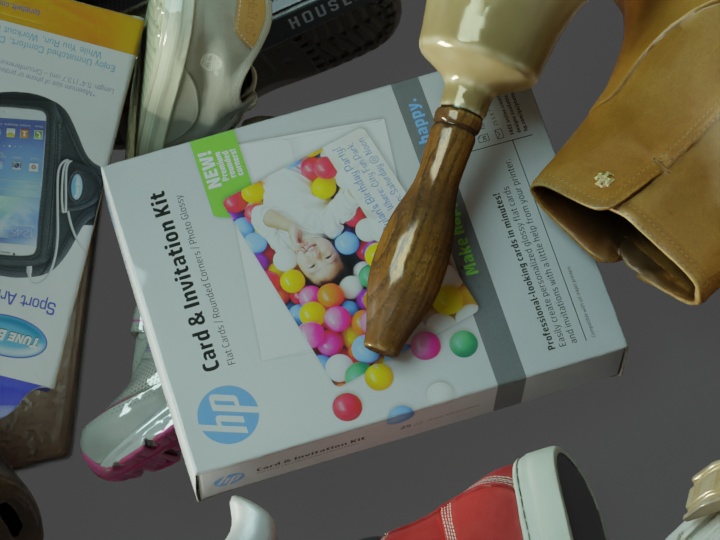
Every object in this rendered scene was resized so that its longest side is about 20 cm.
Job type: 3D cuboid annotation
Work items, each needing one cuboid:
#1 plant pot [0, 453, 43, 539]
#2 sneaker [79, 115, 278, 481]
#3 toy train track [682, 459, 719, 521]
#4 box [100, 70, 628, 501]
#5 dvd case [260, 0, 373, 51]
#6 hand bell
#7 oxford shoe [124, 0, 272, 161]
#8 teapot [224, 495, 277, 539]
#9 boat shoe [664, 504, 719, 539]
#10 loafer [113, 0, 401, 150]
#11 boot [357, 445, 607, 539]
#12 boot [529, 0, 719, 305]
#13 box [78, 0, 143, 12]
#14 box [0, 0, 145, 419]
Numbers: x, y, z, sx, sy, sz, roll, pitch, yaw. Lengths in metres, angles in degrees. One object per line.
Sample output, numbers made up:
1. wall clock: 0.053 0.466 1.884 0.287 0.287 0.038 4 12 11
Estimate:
1. plant pot: -0.265 0.096 1.413 0.200 0.200 0.198 -47 59 -1
2. sneaker: -0.070 0.010 1.392 0.088 0.081 0.200 38 77 10
3. toy train track: 0.177 0.037 1.207 0.115 0.033 0.200 -23 34 40
4. box: 0.000 0.000 1.328 0.199 0.041 0.156 -16 68 -6
5. dvd case: -0.023 -0.206 1.471 0.150 0.025 0.200 -24 51 3
6. hand bell: 0.042 -0.058 1.298 0.104 0.104 0.201 11 79 34
7. oxford shoe: -0.080 -0.080 1.403 0.058 0.200 0.075 3 64 -12
8. teapot: -0.052 0.233 1.226 0.146 0.201 0.197 -16 31 -11
9. boat shoe: 0.202 0.065 1.229 0.200 0.071 0.070 -49 53 6
10. loafer: -0.076 -0.120 1.493 0.199 0.076 0.068 -17 55 10
11. boot: 0.044 0.184 1.252 0.144 0.072 0.200 -25 46 16
12. boot: 0.126 -0.080 1.328 0.144 0.071 0.201 -36 56 -19
13. box: -0.098 -0.226 1.575 0.157 0.051 0.201 -20 56 17
14. box: -0.180 -0.033 1.358 0.119 0.041 0.201 15 85 -8
